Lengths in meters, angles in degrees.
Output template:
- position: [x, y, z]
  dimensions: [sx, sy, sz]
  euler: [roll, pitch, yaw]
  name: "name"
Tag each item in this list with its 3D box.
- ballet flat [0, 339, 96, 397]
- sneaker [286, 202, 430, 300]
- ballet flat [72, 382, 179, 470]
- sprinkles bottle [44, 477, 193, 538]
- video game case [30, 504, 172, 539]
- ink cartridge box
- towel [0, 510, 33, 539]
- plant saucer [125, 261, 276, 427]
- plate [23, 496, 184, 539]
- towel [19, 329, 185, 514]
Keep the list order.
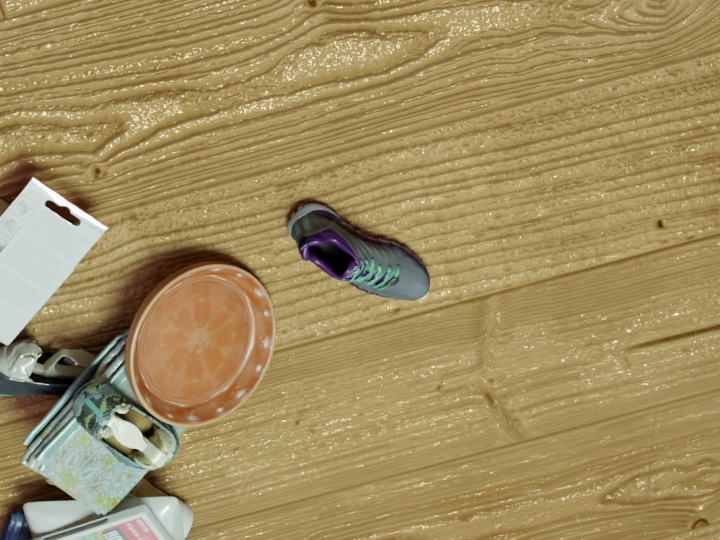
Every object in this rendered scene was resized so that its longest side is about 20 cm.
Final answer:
- position: [-0.378, 0.115, 1.573]
  dimensions: [0.198, 0.073, 0.074]
  euler: [12, 120, -24]
  name: "ballet flat"
- position: [0.000, 0.000, 1.548]
  dimensions: [0.198, 0.088, 0.075]
  euler: [26, 116, -23]
  name: "sneaker"
- position: [-0.263, 0.198, 1.540]
  dimensions: [0.074, 0.075, 0.200]
  euler: [-31, 144, 11]
  name: "ballet flat"
- position: [-0.310, 0.289, 1.698]
  dimensions: [0.068, 0.069, 0.199]
  euler: [-42, 119, 18]
  name: "sprinkles bottle"
- position: [-0.327, 0.372, 1.666]
  dimensions: [0.198, 0.018, 0.144]
  euler: [-19, 126, 13]
  name: "video game case"
- position: [-0.387, -0.019, 1.498]
  dimensions: [0.109, 0.051, 0.200]
  euler: [35, 110, -26]
  name: "ink cartridge box"
- position: [-0.379, 0.374, 1.753]
  dimensions: [0.198, 0.049, 0.112]
  euler: [17, 120, -18]
  name: "towel"
- position: [-0.190, 0.086, 1.561]
  dimensions: [0.198, 0.032, 0.203]
  euler: [-16, 116, -35]
  name: "plant saucer"
- position: [-0.322, 0.373, 1.699]
  dimensions: [0.196, 0.033, 0.202]
  euler: [-3, 128, -1]
  name: "plate"
- position: [-0.297, 0.187, 1.589]
  dimensions: [0.200, 0.048, 0.172]
  euler: [-47, 142, -9]
  name: "towel"
